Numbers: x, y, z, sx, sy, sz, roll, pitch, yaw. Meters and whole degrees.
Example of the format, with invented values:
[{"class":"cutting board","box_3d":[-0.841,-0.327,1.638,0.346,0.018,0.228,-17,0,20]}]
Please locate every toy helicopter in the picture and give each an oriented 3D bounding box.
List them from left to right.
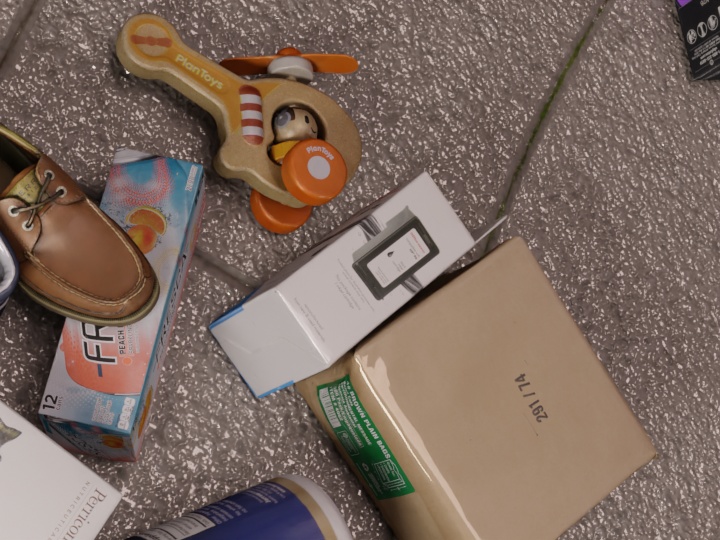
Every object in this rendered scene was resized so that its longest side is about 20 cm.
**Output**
[{"class":"toy helicopter","box_3d":[-0.085,-0.129,1.195,0.200,0.079,0.133,32,61,-13]}]

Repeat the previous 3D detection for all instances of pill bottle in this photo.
[{"class":"pill bottle","box_3d":[-0.107,0.215,1.051,0.199,0.111,0.112,-19,84,-32]}]

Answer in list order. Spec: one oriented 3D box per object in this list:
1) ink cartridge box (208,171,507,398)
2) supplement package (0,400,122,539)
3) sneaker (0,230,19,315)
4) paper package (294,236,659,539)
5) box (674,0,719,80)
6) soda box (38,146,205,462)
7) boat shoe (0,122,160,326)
[{"class":"ink cartridge box","box_3d":[0.000,0.000,1.176,0.200,0.116,0.068,-38,96,-33]},{"class":"supplement package","box_3d":[-0.267,0.130,0.985,0.200,0.117,0.117,39,59,-13]},{"class":"sneaker","box_3d":[-0.307,-0.018,1.014,0.199,0.108,0.070,23,64,-21]},{"class":"paper package","box_3d":[0.086,0.109,1.198,0.190,0.103,0.200,-34,93,-33]},{"class":"box","box_3d":[0.397,-0.240,1.469,0.199,0.122,0.107,-5,77,-30]},{"class":"soda box","box_3d":[-0.157,0.022,1.100,0.063,0.068,0.201,11,66,1]},{"class":"boat shoe","box_3d":[-0.215,-0.038,1.052,0.200,0.068,0.072,35,69,14]}]
